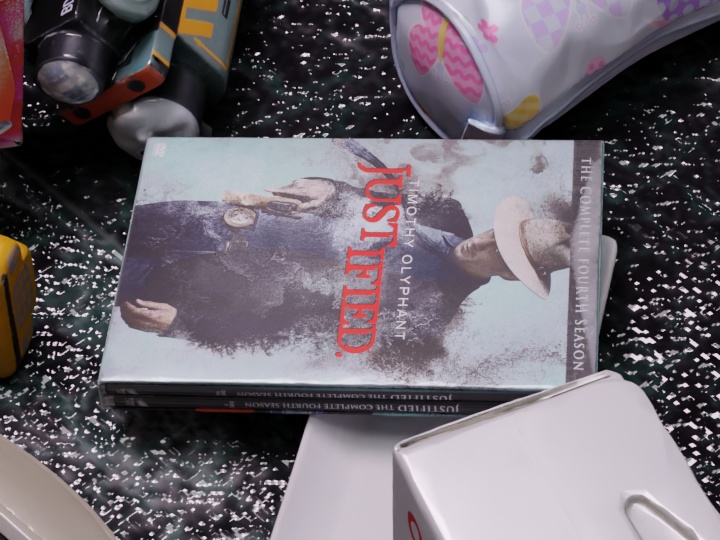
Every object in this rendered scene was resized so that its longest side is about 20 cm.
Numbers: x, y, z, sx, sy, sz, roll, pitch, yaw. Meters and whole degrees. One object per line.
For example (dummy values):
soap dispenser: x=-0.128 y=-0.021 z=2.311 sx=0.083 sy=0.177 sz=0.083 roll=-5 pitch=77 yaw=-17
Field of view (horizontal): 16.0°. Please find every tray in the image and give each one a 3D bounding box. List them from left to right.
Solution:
tray: x=0.036 y=0.056 z=1.035 sx=0.107 sy=0.022 sz=0.200 roll=9 pitch=48 yaw=9

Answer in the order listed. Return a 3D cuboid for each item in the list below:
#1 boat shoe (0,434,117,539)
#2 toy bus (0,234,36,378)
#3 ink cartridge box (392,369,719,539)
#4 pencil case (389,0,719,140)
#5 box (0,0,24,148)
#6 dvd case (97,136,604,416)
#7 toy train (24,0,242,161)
boat shoe: x=-0.171 y=0.082 z=0.990 sx=0.200 sy=0.072 sz=0.060 roll=38 pitch=99 yaw=16
toy bus: x=-0.232 y=-0.012 z=1.076 sx=0.200 sy=0.065 sz=0.078 roll=9 pitch=46 yaw=10
ink cartridge box: x=0.072 y=0.154 z=0.821 sx=0.083 sy=0.200 sz=0.146 roll=-17 pitch=49 yaw=-14
pencil case: x=0.109 y=-0.127 z=1.162 sx=0.200 sy=0.083 sz=0.091 roll=-29 pitch=90 yaw=-23
box: x=-0.220 y=-0.130 z=1.116 sx=0.095 sy=0.100 sz=0.200 roll=-9 pitch=29 yaw=-24
dvd case: x=0.000 y=0.000 z=1.059 sx=0.200 sy=0.022 sz=0.146 roll=2 pitch=47 yaw=6
toy train: x=-0.097 y=-0.142 z=1.163 sx=0.085 sy=0.114 sz=0.200 roll=-25 pitch=42 yaw=33
